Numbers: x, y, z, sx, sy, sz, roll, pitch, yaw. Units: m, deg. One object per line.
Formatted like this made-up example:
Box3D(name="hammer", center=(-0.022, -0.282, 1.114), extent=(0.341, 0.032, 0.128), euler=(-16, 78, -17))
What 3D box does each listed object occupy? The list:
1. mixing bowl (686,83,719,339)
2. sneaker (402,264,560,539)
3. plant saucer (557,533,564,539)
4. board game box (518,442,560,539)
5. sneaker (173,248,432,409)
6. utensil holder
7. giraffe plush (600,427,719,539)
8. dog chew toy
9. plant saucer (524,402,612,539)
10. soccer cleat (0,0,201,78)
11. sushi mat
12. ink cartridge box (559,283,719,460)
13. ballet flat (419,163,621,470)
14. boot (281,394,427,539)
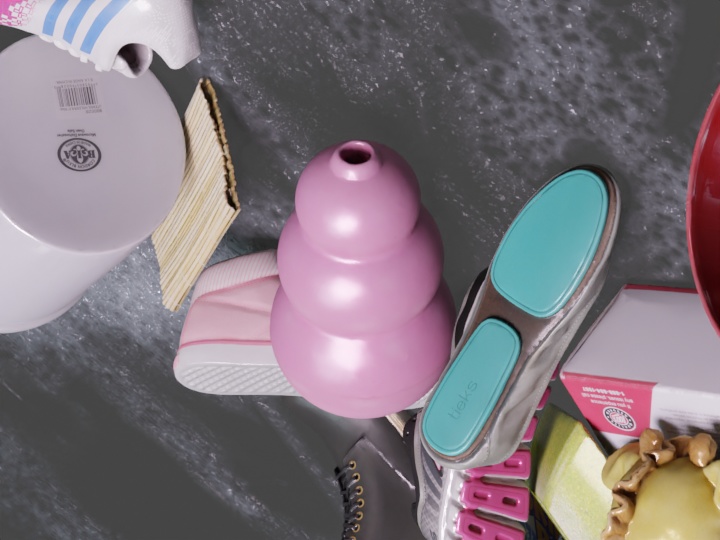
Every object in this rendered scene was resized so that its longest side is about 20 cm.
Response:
Box3D(name="mixing bowl", center=(0.253, -0.028, 0.873), extent=(0.108, 0.202, 0.199), euler=(13, 174, -41))
Box3D(name="sneaker", center=(0.069, 0.089, 1.267), extent=(0.073, 0.202, 0.087), euler=(5, -175, -31))
Box3D(name="plant saucer", center=(0.187, 0.263, 1.359), extent=(0.027, 0.201, 0.200), euler=(-35, 108, 21))
Box3D(name="board game box", center=(0.116, 0.196, 1.371), extent=(0.030, 0.201, 0.096), euler=(-25, 119, 17))
Box3D(name="sneaker", center=(-0.029, 0.036, 1.417), extent=(0.198, 0.106, 0.076), euler=(4, 149, 2))
Box3D(name="utensil holder", center=(-0.230, -0.059, 1.409), extent=(0.170, 0.170, 0.200), euler=(45, 151, -10))
Box3D(name="giraffe plush", center=(0.171, 0.176, 1.106), extent=(0.171, 0.164, 0.200), euler=(8, 162, 33))
Box3D(name="dog chew toy", center=(0.000, 0.000, 1.272), extent=(0.124, 0.125, 0.201), euler=(25, 141, 25))
Box3D(name="plant saucer", center=(0.168, 0.184, 1.269), extent=(0.201, 0.048, 0.200), euler=(55, 180, 0))
Box3D(name="soccer cleat", center=(-0.182, -0.162, 1.294), extent=(0.199, 0.070, 0.087), euler=(7, 127, 44))
Box3D(name="sushi mat", center=(-0.121, -0.049, 1.399), extent=(0.200, 0.012, 0.097), euler=(128, 132, -63))
Box3D(name="ink cartridge box", center=(0.230, 0.109, 1.177), extent=(0.147, 0.086, 0.201), euler=(4, 138, 48))
Box3D(name="ballet flat", center=(0.100, 0.028, 1.175), extent=(0.067, 0.201, 0.063), euler=(37, -165, 33))
Box3D(name="boot", center=(-0.006, 0.168, 1.497), extent=(0.199, 0.139, 0.078), euler=(35, 153, 10))
